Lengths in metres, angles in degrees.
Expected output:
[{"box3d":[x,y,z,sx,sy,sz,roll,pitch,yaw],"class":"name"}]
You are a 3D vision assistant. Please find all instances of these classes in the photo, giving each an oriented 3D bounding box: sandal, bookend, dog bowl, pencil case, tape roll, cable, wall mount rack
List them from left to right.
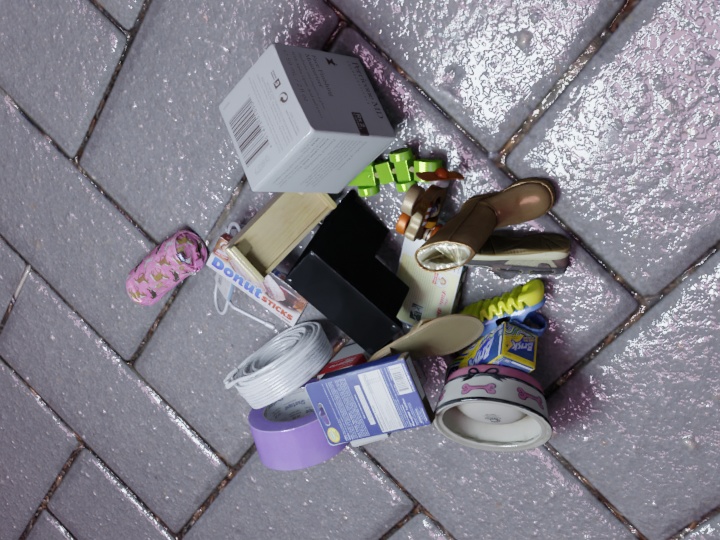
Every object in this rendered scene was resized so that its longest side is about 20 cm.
[{"box3d":[-0.396,-0.002,1.843,0.082,0.088,0.199,34,133,-29],"class":"pencil case"},{"box3d":[-0.213,0.012,1.714,0.174,0.073,0.202,51,135,40],"class":"wall mount rack"},{"box3d":[-0.144,0.177,1.711,0.199,0.200,0.070,-13,114,54],"class":"cable"},{"box3d":[-0.112,0.293,1.748,0.197,0.200,0.086,-4,111,31],"class":"tape roll"},{"box3d":[0.000,0.000,1.566,0.198,0.201,0.092,40,130,-9],"class":"bookend"},{"box3d":[0.102,0.109,1.529,0.209,0.070,0.078,-28,123,13],"class":"sandal"},{"box3d":[0.219,0.226,1.502,0.196,0.075,0.201,8,148,5],"class":"dog bowl"},{"box3d":[0.234,0.089,1.532,0.198,0.080,0.088,-21,106,37],"class":"sandal"}]

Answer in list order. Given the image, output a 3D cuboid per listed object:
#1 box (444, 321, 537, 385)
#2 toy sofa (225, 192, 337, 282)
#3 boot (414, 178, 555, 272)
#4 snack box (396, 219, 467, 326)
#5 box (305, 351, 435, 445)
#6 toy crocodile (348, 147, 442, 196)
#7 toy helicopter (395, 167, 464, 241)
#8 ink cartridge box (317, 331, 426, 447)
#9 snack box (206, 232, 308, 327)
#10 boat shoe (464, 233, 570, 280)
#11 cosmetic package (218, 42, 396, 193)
[{"box3d":[0.216,0.163,1.534,0.069,0.065,0.200,21,146,-14],"class":"box"},{"box3d":[-0.141,-0.077,1.600,0.083,0.200,0.097,46,170,-14],"class":"toy sofa"},{"box3d":[0.196,-0.066,1.398,0.173,0.200,0.067,-17,105,34],"class":"boot"},{"box3d":[0.121,0.010,1.579,0.115,0.037,0.203,23,122,19],"class":"snack box"},{"box3d":[0.013,0.214,1.500,0.197,0.032,0.123,-17,103,27],"class":"box"},{"box3d":[0.045,-0.168,1.529,0.197,0.062,0.069,-2,111,35],"class":"toy crocodile"},{"box3d":[0.104,-0.109,1.426,0.078,0.200,0.134,30,95,14],"class":"toy helicopter"},{"box3d":[0.026,0.194,1.623,0.083,0.200,0.146,-20,103,31],"class":"ink cartridge box"},{"box3d":[-0.184,0.017,1.651,0.199,0.024,0.072,35,123,3],"class":"snack box"},{"box3d":[0.238,-0.016,1.464,0.197,0.072,0.067,-3,118,12],"class":"boat shoe"},{"box3d":[-0.084,-0.236,1.450,0.165,0.198,0.167,-38,69,37],"class":"cosmetic package"}]
